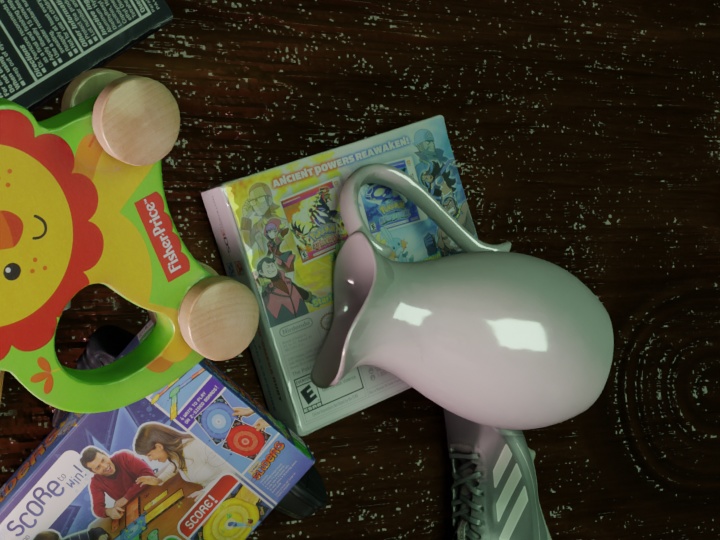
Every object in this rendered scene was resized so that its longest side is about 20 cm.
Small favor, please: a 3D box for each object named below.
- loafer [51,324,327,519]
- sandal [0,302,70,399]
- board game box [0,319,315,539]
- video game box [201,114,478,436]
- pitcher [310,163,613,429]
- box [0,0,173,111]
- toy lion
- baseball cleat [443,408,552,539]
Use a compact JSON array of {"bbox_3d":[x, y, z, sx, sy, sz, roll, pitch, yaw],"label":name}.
[{"bbox_3d":[-0.112,0.116,0.920,0.199,0.073,0.072,35,103,-18],"label":"loafer"},{"bbox_3d":[-0.215,0.030,0.859,0.059,0.079,0.209,7,89,-31],"label":"sandal"},{"bbox_3d":[-0.143,0.147,0.859,0.135,0.034,0.200,43,91,-19],"label":"board game box"},{"bbox_3d":[0.000,0.000,1.005,0.199,0.047,0.184,-20,98,-31],"label":"video game box"},{"bbox_3d":[0.072,0.018,0.964,0.198,0.121,0.173,13,66,-19],"label":"pitcher"},{"bbox_3d":[-0.255,-0.175,0.806,0.198,0.123,0.201,-43,106,-42],"label":"box"},{"bbox_3d":[-0.172,-0.007,0.740,0.191,0.068,0.202,-32,118,-21],"label":"toy lion"},{"bbox_3d":[0.091,0.181,1.026,0.106,0.070,0.202,-28,98,-31],"label":"baseball cleat"}]
